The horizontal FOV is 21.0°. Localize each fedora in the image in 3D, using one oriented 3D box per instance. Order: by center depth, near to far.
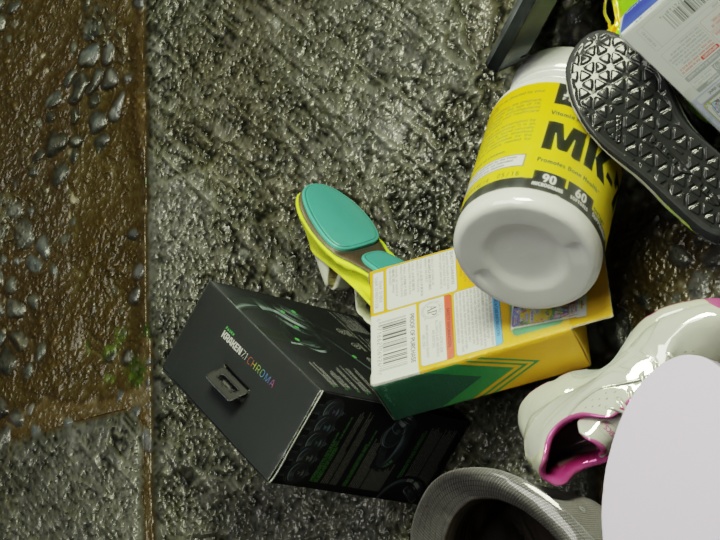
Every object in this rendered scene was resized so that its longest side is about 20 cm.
[{"bbox_3d":[0.142,0.225,1.476,0.200,0.090,0.177,37,130,29],"label":"fedora"}]

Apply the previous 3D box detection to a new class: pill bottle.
[{"bbox_3d":[0.146,-0.077,1.503,0.114,0.114,0.200,-25,32,36],"label":"pill bottle"}]

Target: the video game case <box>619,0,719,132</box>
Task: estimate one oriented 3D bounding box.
[{"bbox_3d":[0.319,-0.178,1.385,0.200,0.181,0.045,-41,15,28],"label":"video game case"}]

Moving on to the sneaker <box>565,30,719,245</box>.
[{"bbox_3d":[0.225,-0.092,1.470,0.072,0.083,0.200,-38,83,4],"label":"sneaker"}]

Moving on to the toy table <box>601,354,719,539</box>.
[{"bbox_3d":[0.256,0.169,1.388,0.184,0.117,0.201,11,85,43],"label":"toy table"}]

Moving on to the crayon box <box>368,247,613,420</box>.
[{"bbox_3d":[0.108,0.034,1.545,0.200,0.052,0.126,-17,43,16],"label":"crayon box"}]

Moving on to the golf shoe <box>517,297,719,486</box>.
[{"bbox_3d":[0.207,0.097,1.456,0.200,0.075,0.092,-36,19,22],"label":"golf shoe"}]

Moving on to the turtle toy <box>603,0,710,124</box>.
[{"bbox_3d":[0.254,-0.206,1.493,0.146,0.101,0.200,-38,56,58],"label":"turtle toy"}]

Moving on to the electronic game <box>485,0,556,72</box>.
[{"bbox_3d":[0.152,-0.250,1.561,0.042,0.200,0.200,28,102,1],"label":"electronic game"}]

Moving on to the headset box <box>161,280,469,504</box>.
[{"bbox_3d":[-0.042,0.103,1.621,0.174,0.200,0.093,41,107,40],"label":"headset box"}]

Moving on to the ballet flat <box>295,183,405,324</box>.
[{"bbox_3d":[0.000,0.000,1.706,0.200,0.067,0.067,43,129,38],"label":"ballet flat"}]
